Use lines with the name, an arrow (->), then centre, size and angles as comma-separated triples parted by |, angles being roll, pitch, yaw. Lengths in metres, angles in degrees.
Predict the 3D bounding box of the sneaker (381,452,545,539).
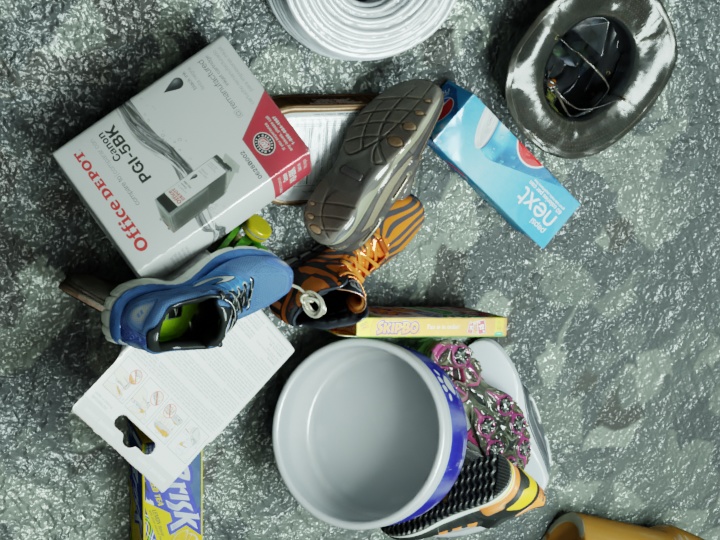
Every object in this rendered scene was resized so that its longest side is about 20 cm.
sneaker -> 0.110, 0.263, 1.504 | 0.090, 0.070, 0.200 | 32, 138, -33

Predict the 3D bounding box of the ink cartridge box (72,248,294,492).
ink cartridge box -> -0.180, 0.098, 1.366 | 0.200, 0.050, 0.161 | -47, 130, -11

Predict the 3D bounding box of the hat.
hat -> 0.237, -0.226, 1.481 | 0.200, 0.081, 0.201 | -6, 116, -13

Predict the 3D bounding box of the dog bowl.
dog bowl -> 0.010, 0.174, 1.468 | 0.200, 0.200, 0.079 | -59, 156, 7

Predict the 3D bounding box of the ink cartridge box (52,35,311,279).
ink cartridge box -> -0.168, -0.102, 1.307 | 0.200, 0.083, 0.147 | -37, 84, -7

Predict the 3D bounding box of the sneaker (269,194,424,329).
sneaker -> 0.000, 0.000, 1.445 | 0.200, 0.112, 0.078 | -37, 121, -6

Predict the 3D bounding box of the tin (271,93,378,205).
tin -> -0.033, -0.123, 1.424 | 0.200, 0.042, 0.112 | -5, 117, -23

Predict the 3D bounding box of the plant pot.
plant pot -> 0.320, 0.394, 1.721 | 0.183, 0.200, 0.200 | 27, 98, -15

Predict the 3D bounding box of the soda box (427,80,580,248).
soda box -> 0.148, -0.114, 1.494 | 0.068, 0.064, 0.200 | -49, 122, 1

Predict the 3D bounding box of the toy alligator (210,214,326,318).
toy alligator -> -0.116, -0.018, 1.365 | 0.200, 0.054, 0.059 | 44, 117, 2

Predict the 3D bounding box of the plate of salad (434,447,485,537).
plate of salad -> 0.074, 0.243, 1.576 | 0.200, 0.048, 0.200 | 7, 137, 7

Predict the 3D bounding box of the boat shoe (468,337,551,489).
boat shoe -> 0.178, 0.167, 1.622 | 0.072, 0.068, 0.200 | -20, 100, 27

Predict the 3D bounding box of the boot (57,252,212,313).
boot -> -0.205, 0.010, 1.388 | 0.200, 0.075, 0.097 | 21, 91, -40

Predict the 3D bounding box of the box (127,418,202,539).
box -> -0.210, 0.255, 1.483 | 0.070, 0.064, 0.200 | -7, 113, -22

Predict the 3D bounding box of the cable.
cable -> 0.005, -0.301, 1.348 | 0.200, 0.069, 0.200 | -47, 122, 0

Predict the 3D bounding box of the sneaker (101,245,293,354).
sneaker -> -0.137, 0.037, 1.278 | 0.200, 0.089, 0.079 | -22, 126, -38

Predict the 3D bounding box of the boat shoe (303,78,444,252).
boat shoe -> 0.019, -0.106, 1.403 | 0.200, 0.074, 0.073 | -52, 148, -2

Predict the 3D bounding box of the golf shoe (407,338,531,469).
golf shoe -> 0.122, 0.154, 1.567 | 0.073, 0.092, 0.200 | -44, 110, -25

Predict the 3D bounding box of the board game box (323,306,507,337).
board game box -> 0.050, 0.056, 1.500 | 0.200, 0.096, 0.030 | -2, 96, -25
